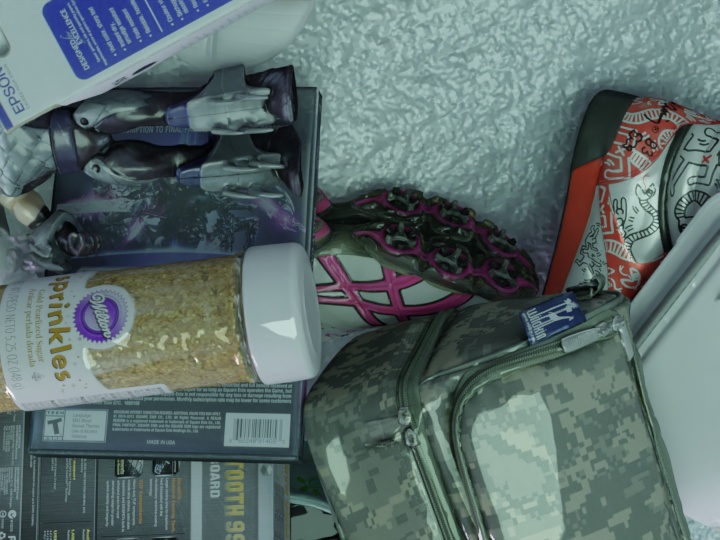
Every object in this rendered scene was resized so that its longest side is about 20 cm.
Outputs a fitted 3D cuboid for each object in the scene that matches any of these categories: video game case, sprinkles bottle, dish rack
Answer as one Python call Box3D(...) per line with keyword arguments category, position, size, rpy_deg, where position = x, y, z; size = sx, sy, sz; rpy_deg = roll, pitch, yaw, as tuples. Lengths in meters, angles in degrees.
Box3D(category="video game case", position=(-0.096, 0.000, 0.858), size=(0.143, 0.019, 0.200), rpy_deg=(1, 75, 8))
Box3D(category="sprinkles bottle", position=(-0.121, 0.032, 0.809), size=(0.200, 0.068, 0.068), rpy_deg=(-8, 116, 7))
Box3D(category="dish rack", position=(0.219, 0.066, 0.881), size=(0.171, 0.044, 0.200), rpy_deg=(28, 123, -7))

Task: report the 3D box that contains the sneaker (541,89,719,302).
Box3D(category="sneaker", position=(0.164, 0.006, 0.914), size=(0.108, 0.067, 0.202), rpy_deg=(16, 108, 22))

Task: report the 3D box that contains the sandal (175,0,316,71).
Box3D(category="sandal", position=(-0.048, -0.201, 0.834), size=(0.079, 0.059, 0.207), rpy_deg=(12, 92, -1))

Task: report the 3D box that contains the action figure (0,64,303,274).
Box3D(category="action figure", position=(-0.130, -0.066, 0.809), size=(0.200, 0.069, 0.130), rpy_deg=(-4, 126, 0))

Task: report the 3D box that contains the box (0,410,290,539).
Box3D(category="box", position=(-0.118, 0.112, 0.866), size=(0.158, 0.048, 0.200), rpy_deg=(-4, 74, 7))

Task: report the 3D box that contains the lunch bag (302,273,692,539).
Box3D(category="lunch bag", position=(0.082, 0.112, 0.855), size=(0.168, 0.139, 0.200), rpy_deg=(-15, 101, 17))

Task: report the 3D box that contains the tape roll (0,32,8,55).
Box3D(category="tape roll", position=(-0.273, -0.099, 0.849), size=(0.200, 0.066, 0.201), rpy_deg=(-2, 114, -5))

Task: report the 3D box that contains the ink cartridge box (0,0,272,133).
Box3D(category="ink cartridge box", position=(-0.094, -0.150, 0.740), size=(0.200, 0.039, 0.100), rpy_deg=(-27, 93, 1))

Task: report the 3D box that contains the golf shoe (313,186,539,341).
Box3D(category="golf shoe", position=(0.000, 0.000, 0.929), size=(0.200, 0.073, 0.092), rpy_deg=(12, 129, -4))

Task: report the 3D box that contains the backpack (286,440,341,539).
Box3D(category="backpack", position=(-0.071, 0.183, 0.952), size=(0.200, 0.151, 0.178), rpy_deg=(-8, 110, 11))
